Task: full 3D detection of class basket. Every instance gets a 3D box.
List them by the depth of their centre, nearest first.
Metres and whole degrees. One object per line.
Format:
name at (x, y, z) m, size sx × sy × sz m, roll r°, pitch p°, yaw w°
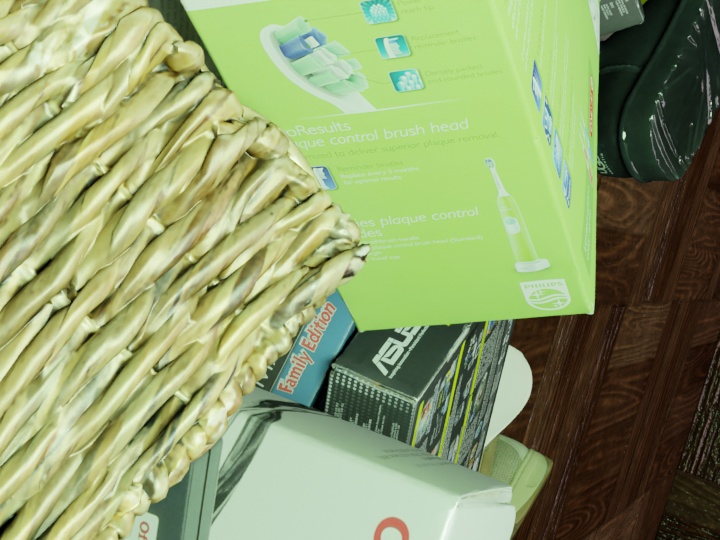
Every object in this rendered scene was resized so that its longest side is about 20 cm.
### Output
basket at (-0.124, 0.016, 0.404) m, size 0.200 × 0.143 × 0.149 m, roll -50°, pitch -163°, yaw -12°

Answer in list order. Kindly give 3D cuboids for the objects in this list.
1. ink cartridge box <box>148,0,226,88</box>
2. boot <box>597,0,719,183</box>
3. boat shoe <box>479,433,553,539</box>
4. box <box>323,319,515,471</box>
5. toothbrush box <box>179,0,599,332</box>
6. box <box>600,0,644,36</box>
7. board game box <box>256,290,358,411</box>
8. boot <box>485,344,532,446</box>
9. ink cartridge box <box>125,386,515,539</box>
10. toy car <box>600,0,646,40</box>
ink cartridge box at (-0.075, -0.060, 0.512) m, size 0.200 × 0.050 × 0.163 m, roll -24°, pitch 130°, yaw -48°
boot at (0.134, -0.117, 0.849) m, size 0.199 × 0.162 × 0.074 m, roll -55°, pitch 131°, yaw -33°
boat shoe at (0.059, 0.174, 0.927) m, size 0.201 × 0.063 × 0.073 m, roll -48°, pitch 165°, yaw -44°
box at (0.026, 0.086, 0.736) m, size 0.160 × 0.044 × 0.201 m, roll -49°, pitch 155°, yaw -48°
toothbrush box at (0.016, -0.096, 0.443) m, size 0.200 × 0.086 × 0.146 m, roll 64°, pitch 27°, yaw -52°
box at (0.087, -0.223, 0.728) m, size 0.200 × 0.050 × 0.159 m, roll 33°, pitch 43°, yaw -66°
board game box at (0.000, 0.000, 0.727) m, size 0.151 × 0.047 × 0.200 m, roll -63°, pitch 171°, yaw 23°
boot at (0.025, 0.124, 0.948) m, size 0.200 × 0.073 × 0.090 m, roll -35°, pitch -179°, yaw -24°
ink cartridge box at (-0.062, 0.114, 0.531) m, size 0.084 × 0.199 × 0.145 m, roll 19°, pitch 89°, yaw -70°
toy car at (0.216, -0.258, 1.038) m, size 0.200 × 0.174 × 0.151 m, roll 75°, pitch 2°, yaw -55°
